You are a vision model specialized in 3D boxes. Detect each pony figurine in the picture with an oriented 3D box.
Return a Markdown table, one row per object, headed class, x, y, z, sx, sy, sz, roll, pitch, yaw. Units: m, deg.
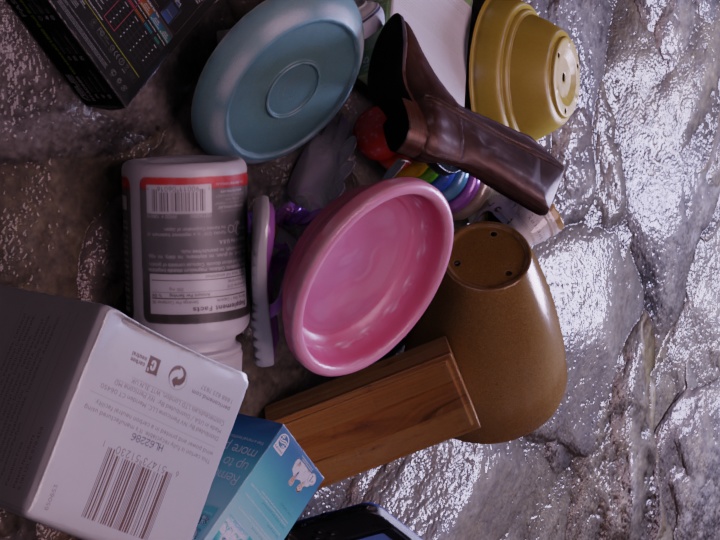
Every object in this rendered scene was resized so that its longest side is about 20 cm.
| class | x | y | z | sx | sy | sz | roll | pitch | yaw |
| --- | --- | --- | --- | --- | --- | --- | --- | --- | --- |
| pony figurine | -0.021 | -0.031 | 1.393 | 0.193 | 0.166 | 0.200 | -50 | 123 | -2 |

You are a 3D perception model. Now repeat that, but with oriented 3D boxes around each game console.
| class | x | y | z | sx | sy | sz | roll | pitch | yaw |
| --- | --- | --- | --- | --- | --- | --- | --- | --- | --- |
| game console | -0.007 | 0.350 | 1.483 | 0.200 | 0.169 | 0.119 | 44 | 37 | -41 |

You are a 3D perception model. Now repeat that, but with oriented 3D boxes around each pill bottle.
| class | x | y | z | sx | sy | sz | roll | pitch | yaw |
| --- | --- | --- | --- | --- | --- | --- | --- | --- | --- |
| pill bottle | -0.156 | 0.001 | 1.271 | 0.113 | 0.113 | 0.203 | -10 | 103 | -46 |

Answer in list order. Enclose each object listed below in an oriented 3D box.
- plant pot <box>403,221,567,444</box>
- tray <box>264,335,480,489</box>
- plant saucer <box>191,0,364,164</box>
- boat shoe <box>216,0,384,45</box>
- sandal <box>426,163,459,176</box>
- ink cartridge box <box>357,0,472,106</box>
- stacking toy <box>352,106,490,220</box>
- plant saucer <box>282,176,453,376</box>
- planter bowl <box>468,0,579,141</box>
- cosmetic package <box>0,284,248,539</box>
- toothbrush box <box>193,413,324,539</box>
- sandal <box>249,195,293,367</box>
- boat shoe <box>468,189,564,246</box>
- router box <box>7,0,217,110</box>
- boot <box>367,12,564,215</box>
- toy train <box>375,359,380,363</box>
| class | x | y | z | sx | sy | sz | roll | pitch | yaw |
| --- | --- | --- | --- | --- | --- | --- | --- | --- | --- |
| plant pot | 0.130 | 0.048 | 1.489 | 0.187 | 0.185 | 0.201 | -50 | 152 | -31 |
| tray | 0.013 | 0.150 | 1.436 | 0.198 | 0.037 | 0.099 | -22 | 119 | 4 |
| plant saucer | -0.069 | -0.176 | 1.326 | 0.199 | 0.027 | 0.201 | -33 | 149 | -22 |
| boat shoe | -0.062 | -0.249 | 1.380 | 0.201 | 0.074 | 0.087 | -28 | 111 | -32 |
| sandal | 0.113 | -0.140 | 1.477 | 0.200 | 0.048 | 0.076 | -2 | 66 | -57 |
| ink cartridge box | 0.063 | -0.268 | 1.526 | 0.145 | 0.048 | 0.202 | 31 | 56 | -46 |
| stacking toy | 0.061 | -0.120 | 1.494 | 0.199 | 0.085 | 0.086 | 26 | 76 | -54 |
| plant saucer | 0.000 | 0.000 | 1.288 | 0.200 | 0.051 | 0.202 | -32 | 140 | -31 |
| planter bowl | 0.200 | -0.221 | 1.617 | 0.200 | 0.083 | 0.203 | -6 | 97 | -62 |
| cosmetic package | -0.233 | 0.121 | 1.138 | 0.167 | 0.199 | 0.168 | 32 | 73 | -45 |
| toothbrush box | -0.151 | 0.230 | 1.283 | 0.201 | 0.145 | 0.086 | -55 | 130 | -26 |
| sandal | -0.077 | 0.007 | 1.298 | 0.204 | 0.049 | 0.083 | 95 | -9 | -49 |
| boat shoe | 0.152 | -0.053 | 1.566 | 0.069 | 0.200 | 0.071 | -37 | 100 | -12 |
| router box | -0.226 | -0.261 | 1.197 | 0.150 | 0.062 | 0.201 | -54 | 130 | -27 |
| boot | 0.108 | -0.152 | 1.399 | 0.198 | 0.064 | 0.188 | 17 | 49 | -28 |
| toy train | 0.020 | 0.015 | 1.513 | 0.034 | 0.045 | 0.203 | 15 | 84 | -47 |
